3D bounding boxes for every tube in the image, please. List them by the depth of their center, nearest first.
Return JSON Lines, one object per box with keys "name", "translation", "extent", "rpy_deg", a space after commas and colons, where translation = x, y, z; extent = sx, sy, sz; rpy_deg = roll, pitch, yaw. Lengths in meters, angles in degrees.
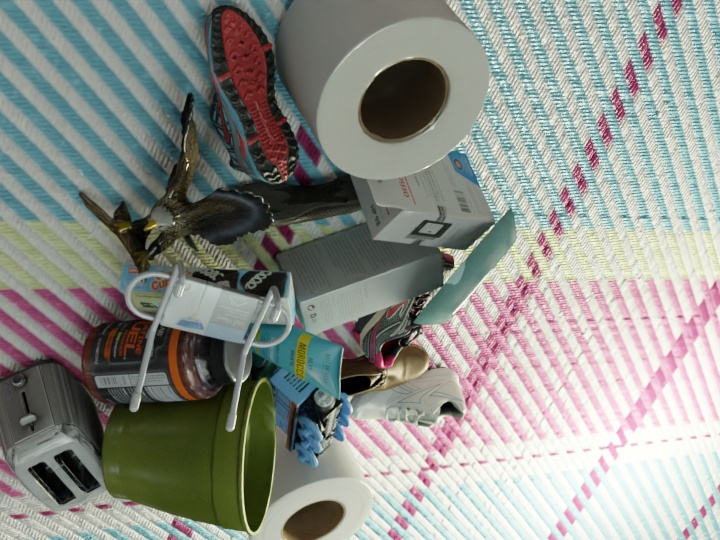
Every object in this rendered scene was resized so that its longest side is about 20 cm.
{"name": "tube", "translation": [-0.103, 0.094, 1.338], "extent": [0.050, 0.200, 0.078], "rpy_deg": [-36, 138, -44]}

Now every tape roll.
{"name": "tape roll", "translation": [0.022, -0.221, 1.143], "extent": [0.203, 0.139, 0.203], "rpy_deg": [-16, 137, -16]}
{"name": "tape roll", "translation": [-0.096, 0.339, 1.625], "extent": [0.203, 0.139, 0.203], "rpy_deg": [-15, 135, -16]}

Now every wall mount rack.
{"name": "wall mount rack", "translation": [-0.178, 0.084, 1.181], "extent": [0.200, 0.075, 0.174], "rpy_deg": [16, 113, -21]}

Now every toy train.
{"name": "toy train", "translation": [-0.076, 0.200, 1.479], "extent": [0.087, 0.114, 0.200], "rpy_deg": [-39, 162, -24]}

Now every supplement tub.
{"name": "supplement tub", "translation": [-0.238, 0.110, 1.291], "extent": [0.200, 0.107, 0.107], "rpy_deg": [-6, 143, 21]}

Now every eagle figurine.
{"name": "eagle figurine", "translation": [-0.196, -0.078, 1.160], "extent": [0.200, 0.151, 0.152], "rpy_deg": [-39, 127, 20]}

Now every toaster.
{"name": "toaster", "translation": [-0.397, 0.222, 1.353], "extent": [0.114, 0.129, 0.200], "rpy_deg": [-24, 138, -6]}

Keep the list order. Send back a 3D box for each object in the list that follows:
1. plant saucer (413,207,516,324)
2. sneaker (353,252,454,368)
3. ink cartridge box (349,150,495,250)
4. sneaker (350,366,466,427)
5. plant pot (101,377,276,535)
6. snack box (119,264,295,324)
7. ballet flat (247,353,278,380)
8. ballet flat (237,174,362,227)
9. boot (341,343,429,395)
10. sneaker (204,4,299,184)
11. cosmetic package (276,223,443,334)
{"name": "plant saucer", "translation": [0.147, 0.004, 1.372], "extent": [0.200, 0.036, 0.200], "rpy_deg": [-49, 175, -6]}
{"name": "sneaker", "translation": [0.074, 0.055, 1.496], "extent": [0.081, 0.075, 0.200], "rpy_deg": [16, 120, -38]}
{"name": "ink cartridge box", "translation": [0.061, -0.097, 1.294], "extent": [0.200, 0.116, 0.067], "rpy_deg": [6, 144, -39]}
{"name": "sneaker", "translation": [0.078, 0.207, 1.635], "extent": [0.200, 0.087, 0.075], "rpy_deg": [-8, 136, -21]}
{"name": "plant pot", "translation": [-0.223, 0.234, 1.343], "extent": [0.193, 0.200, 0.200], "rpy_deg": [2, 135, 6]}
{"name": "snack box", "translation": [-0.182, 0.030, 1.268], "extent": [0.200, 0.037, 0.116], "rpy_deg": [3, 161, 0]}
{"name": "ballet flat", "translation": [-0.141, 0.121, 1.459], "extent": [0.070, 0.067, 0.200], "rpy_deg": [-23, 144, -45]}
{"name": "ballet flat", "translation": [-0.076, -0.082, 1.295], "extent": [0.200, 0.067, 0.046], "rpy_deg": [-12, 152, -25]}
{"name": "boot", "translation": [0.024, 0.158, 1.555], "extent": [0.200, 0.075, 0.074], "rpy_deg": [-9, 104, -24]}
{"name": "sneaker", "translation": [-0.141, -0.188, 1.138], "extent": [0.079, 0.095, 0.200], "rpy_deg": [-32, 118, -37]}
{"name": "cosmetic package", "translation": [0.000, 0.000, 1.382], "extent": [0.200, 0.101, 0.071], "rpy_deg": [-19, 137, -10]}
